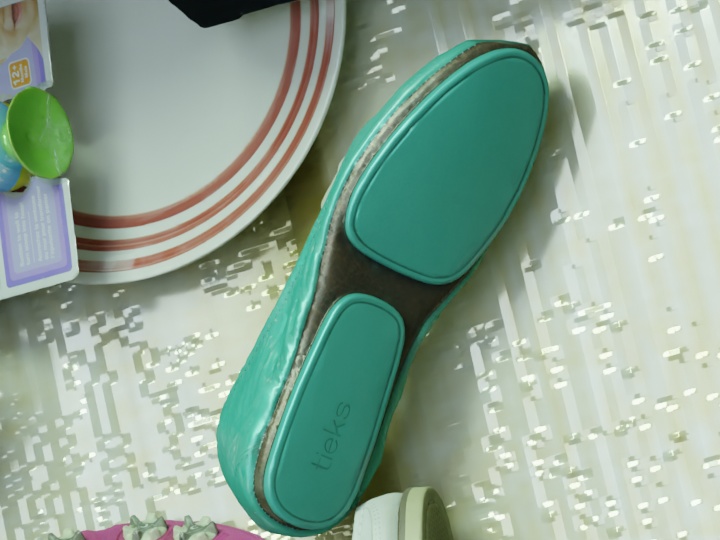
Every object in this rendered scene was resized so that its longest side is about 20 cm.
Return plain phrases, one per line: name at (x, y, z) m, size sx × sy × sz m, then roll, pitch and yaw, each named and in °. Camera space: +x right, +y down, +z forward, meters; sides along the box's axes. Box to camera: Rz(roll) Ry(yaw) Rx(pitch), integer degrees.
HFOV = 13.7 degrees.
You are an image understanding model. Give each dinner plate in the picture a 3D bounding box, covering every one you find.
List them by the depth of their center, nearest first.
dinner plate at (-0.094, -0.093, 1.173) m, size 0.200 × 0.024 × 0.200 m, roll -2°, pitch 83°, yaw 22°

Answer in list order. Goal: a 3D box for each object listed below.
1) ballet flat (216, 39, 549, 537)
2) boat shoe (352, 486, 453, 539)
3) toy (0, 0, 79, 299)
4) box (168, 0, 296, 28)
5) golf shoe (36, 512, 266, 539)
ballet flat at (0.000, 0.000, 1.097) m, size 0.070 × 0.067 × 0.200 m, roll 18°, pitch 81°, yaw 61°
boat shoe at (0.001, 0.178, 1.077) m, size 0.068 × 0.075 × 0.200 m, roll -1°, pitch 85°, yaw 17°
toy at (-0.202, -0.034, 1.179) m, size 0.200 × 0.047 × 0.115 m, roll -14°, pitch 80°, yaw 31°
box at (-0.022, -0.211, 1.094) m, size 0.148 × 0.107 × 0.200 m, roll -13°, pitch 74°, yaw 15°
golf shoe at (-0.118, 0.153, 1.141) m, size 0.200 × 0.075 × 0.092 m, roll -15°, pitch 115°, yaw 9°
